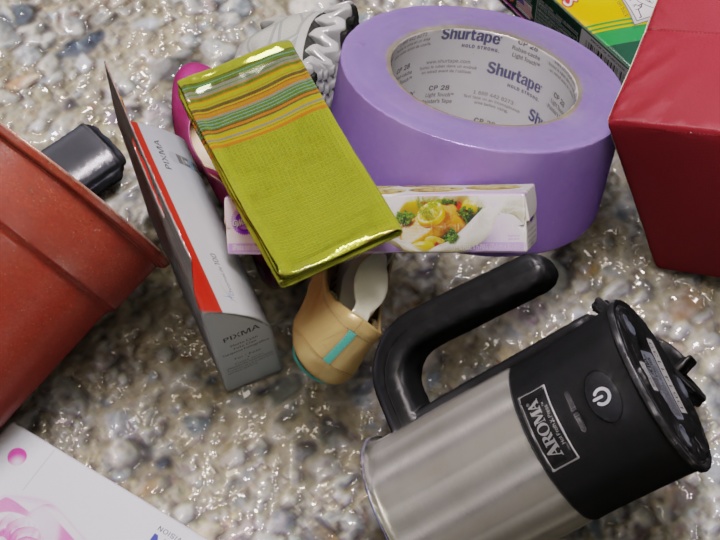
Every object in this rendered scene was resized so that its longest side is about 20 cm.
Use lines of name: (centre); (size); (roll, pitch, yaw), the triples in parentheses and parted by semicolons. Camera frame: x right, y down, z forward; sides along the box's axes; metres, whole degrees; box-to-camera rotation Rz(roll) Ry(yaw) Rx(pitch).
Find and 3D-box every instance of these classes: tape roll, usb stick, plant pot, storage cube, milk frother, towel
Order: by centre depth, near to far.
towel: (-0.050, -0.075, 1.145); (0.086, 0.018, 0.200); (-25, 49, -5)
milk frother: (0.121, 0.104, 1.148); (0.188, 0.200, 0.181); (-30, 55, 18)
plant pot: (-0.260, 0.012, 1.151); (0.201, 0.201, 0.195); (34, 83, 17)
storage cube: (0.291, -0.101, 1.203); (0.179, 0.200, 0.171); (9, 60, 27)
tape roll: (0.078, -0.100, 1.230); (0.199, 0.085, 0.200); (8, 34, -5)
usb stick: (-0.258, -0.036, 1.270); (0.200, 0.033, 0.055); (-36, 68, -18)

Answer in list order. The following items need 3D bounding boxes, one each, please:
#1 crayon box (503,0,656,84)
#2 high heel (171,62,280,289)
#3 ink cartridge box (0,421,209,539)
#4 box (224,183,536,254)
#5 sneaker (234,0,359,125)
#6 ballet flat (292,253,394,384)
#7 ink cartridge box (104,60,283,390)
crayon box: (0.204, -0.240, 1.368); (0.172, 0.058, 0.200); (-36, 67, -18)
high heel: (-0.090, -0.087, 1.261); (0.067, 0.096, 0.200); (-16, 63, -8)
ink cartridge box: (-0.200, 0.224, 1.123); (0.196, 0.043, 0.200); (28, 63, 14)
box: (0.013, -0.033, 1.139); (0.199, 0.041, 0.039); (0, 100, 16)
sneaker: (-0.057, -0.131, 1.279); (0.081, 0.075, 0.200); (5, 31, 12)
ballet flat: (0.000, 0.000, 1.194); (0.069, 0.063, 0.200); (34, 32, -18)
ink cartridge box: (-0.109, -0.031, 1.171); (0.047, 0.200, 0.160); (-22, 64, -9)
